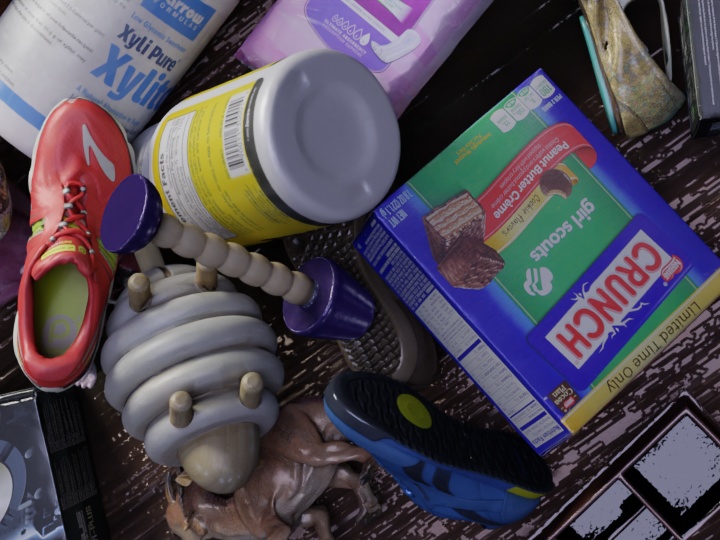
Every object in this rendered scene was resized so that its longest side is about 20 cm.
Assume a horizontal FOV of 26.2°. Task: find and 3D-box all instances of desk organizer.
[{"bbox_3d":[0.180,0.181,1.083,0.072,0.077,0.200,46,99,7],"label":"desk organizer"}]

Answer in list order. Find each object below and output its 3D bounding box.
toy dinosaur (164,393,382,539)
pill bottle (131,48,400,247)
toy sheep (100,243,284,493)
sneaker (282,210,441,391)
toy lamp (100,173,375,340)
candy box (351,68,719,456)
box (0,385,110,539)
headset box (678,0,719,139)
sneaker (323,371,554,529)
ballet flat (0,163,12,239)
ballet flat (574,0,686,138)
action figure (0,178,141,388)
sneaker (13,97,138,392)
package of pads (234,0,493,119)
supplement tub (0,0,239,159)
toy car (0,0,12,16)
[{"bbox_3d":[-0.060,0.142,1.131,0.200,0.086,0.136,-45,62,-2],"label":"toy dinosaur"},{"bbox_3d":[-0.075,-0.075,1.063,0.199,0.114,0.115,-11,89,52],"label":"pill bottle"},{"bbox_3d":[-0.118,0.061,1.072,0.137,0.138,0.201,-23,68,11],"label":"toy sheep"},{"bbox_3d":[0.000,0.000,1.124,0.070,0.075,0.201,-29,67,24],"label":"sneaker"},{"bbox_3d":[-0.073,-0.001,1.007,0.199,0.058,0.058,23,98,-35],"label":"toy lamp"},{"bbox_3d":[0.124,-0.006,1.058,0.169,0.077,0.200,-41,85,-19],"label":"candy box"},{"bbox_3d":[-0.282,0.199,1.170,0.163,0.086,0.201,-12,89,11],"label":"box"},{"bbox_3d":[0.310,-0.147,0.999,0.199,0.174,0.093,-7,90,10],"label":"headset box"},{"bbox_3d":[0.043,0.135,1.070,0.199,0.066,0.078,27,123,-33],"label":"sneaker"},{"bbox_3d":[-0.297,-0.100,1.102,0.072,0.072,0.201,-41,52,10],"label":"ballet flat"},{"bbox_3d":[0.173,-0.193,1.080,0.070,0.071,0.201,-21,93,11],"label":"ballet flat"},{"bbox_3d":[-0.231,-0.011,1.166,0.199,0.134,0.150,10,51,-2],"label":"action figure"},{"bbox_3d":[-0.190,-0.018,1.038,0.076,0.085,0.201,5,87,-8],"label":"sneaker"},{"bbox_3d":[0.017,-0.191,1.105,0.120,0.076,0.200,40,98,5],"label":"package of pads"},{"bbox_3d":[-0.183,-0.175,1.116,0.132,0.132,0.200,40,99,7],"label":"supplement tub"},{"bbox_3d":[-0.316,-0.242,1.105,0.157,0.200,0.165,23,96,9],"label":"toy car"}]
